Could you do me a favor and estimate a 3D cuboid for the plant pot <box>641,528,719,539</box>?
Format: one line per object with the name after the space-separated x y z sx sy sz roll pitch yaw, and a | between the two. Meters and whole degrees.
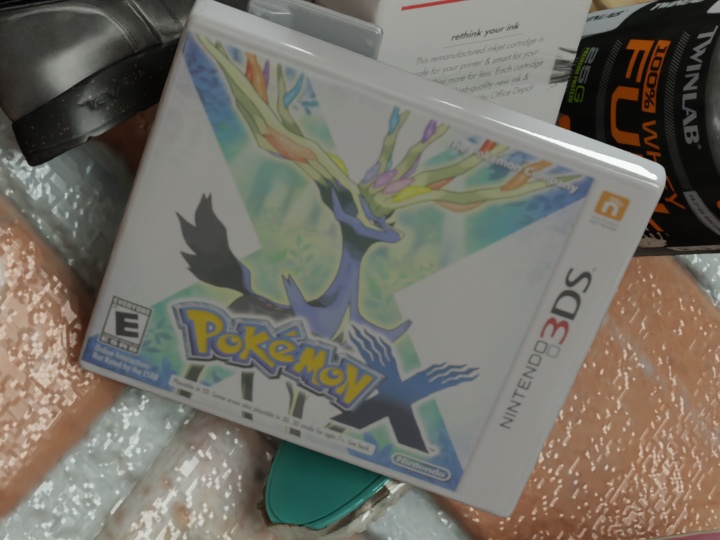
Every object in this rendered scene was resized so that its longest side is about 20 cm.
0.152 0.217 1.149 0.200 0.200 0.180 1 73 -32 | plant pot

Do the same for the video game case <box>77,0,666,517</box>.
0.000 0.000 1.033 0.200 0.183 0.022 20 33 -2 | video game case

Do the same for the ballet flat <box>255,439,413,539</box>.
0.029 0.049 1.142 0.072 0.072 0.200 42 70 -24 | ballet flat

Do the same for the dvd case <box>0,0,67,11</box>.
-0.142 -0.174 1.017 0.200 0.018 0.143 -12 73 -23 | dvd case

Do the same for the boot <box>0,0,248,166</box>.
-0.093 -0.143 1.069 0.200 0.070 0.132 -33 97 -36 | boot

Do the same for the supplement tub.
0.171 -0.069 1.151 0.122 0.200 0.123 1 87 -32 | supplement tub

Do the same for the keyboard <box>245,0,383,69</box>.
-0.039 -0.023 1.045 0.056 0.011 0.200 16 124 1 | keyboard

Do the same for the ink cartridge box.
0.030 -0.103 1.057 0.116 0.067 0.200 -12 134 -32 | ink cartridge box
